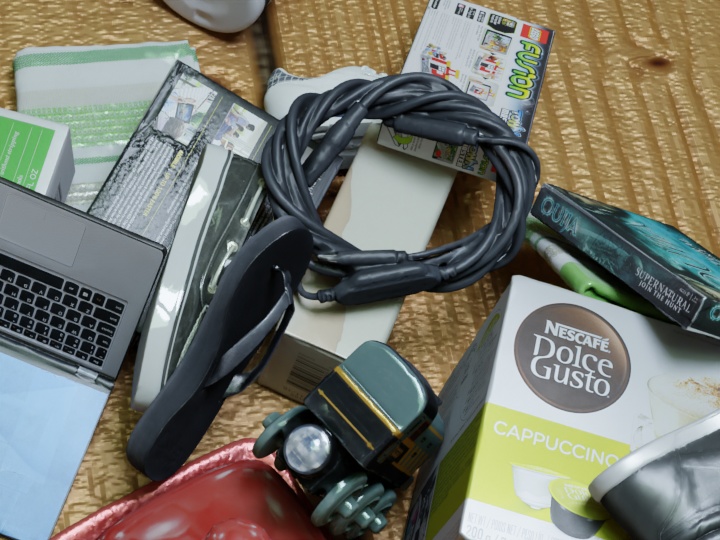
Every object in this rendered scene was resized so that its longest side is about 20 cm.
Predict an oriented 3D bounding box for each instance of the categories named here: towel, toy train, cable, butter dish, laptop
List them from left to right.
[{"bbox_3d":[-0.257,0.052,1.138,0.186,0.201,0.116,22,35,-6],"label":"laptop"},{"bbox_3d":[-0.188,-0.085,1.308,0.148,0.031,0.201,-5,65,-14],"label":"towel"},{"bbox_3d":[-0.088,0.205,1.097,0.199,0.148,0.200,-25,71,-25],"label":"butter dish"},{"bbox_3d":[0.003,0.112,1.112,0.114,0.200,0.085,-43,73,-1],"label":"toy train"},{"bbox_3d":[0.031,-0.063,1.208,0.199,0.051,0.164,-12,76,-9],"label":"cable"},{"bbox_3d":[0.188,0.009,1.251,0.148,0.031,0.200,20,14,-18],"label":"towel"}]

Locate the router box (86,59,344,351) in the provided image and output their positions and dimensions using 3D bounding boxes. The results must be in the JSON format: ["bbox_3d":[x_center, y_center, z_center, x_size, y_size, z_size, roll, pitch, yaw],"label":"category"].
[{"bbox_3d":[-0.122,-0.033,1.248,0.149,0.051,0.201,30,69,-5],"label":"router box"}]

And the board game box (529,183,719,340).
[{"bbox_3d":[0.222,0.002,1.176,0.135,0.028,0.200,16,16,-33],"label":"board game box"}]

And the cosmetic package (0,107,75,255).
[{"bbox_3d":[-0.317,-0.068,1.216,0.199,0.085,0.108,14,68,-1],"label":"cosmetic package"}]

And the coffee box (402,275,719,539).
[{"bbox_3d":[0.150,0.154,1.152,0.198,0.200,0.199,18,59,-4],"label":"coffee box"}]

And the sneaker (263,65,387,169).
[{"bbox_3d":[0.022,-0.128,1.356,0.199,0.077,0.081,2,50,-15],"label":"sneaker"}]

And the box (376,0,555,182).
[{"bbox_3d":[0.086,-0.146,1.322,0.109,0.035,0.200,19,37,2],"label":"box"}]

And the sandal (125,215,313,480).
[{"bbox_3d":[-0.084,0.057,1.141,0.043,0.076,0.201,30,90,26],"label":"sandal"}]

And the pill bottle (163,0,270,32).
[{"bbox_3d":[-0.086,-0.303,1.399,0.114,0.114,0.201,30,59,4],"label":"pill bottle"}]

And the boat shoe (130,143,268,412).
[{"bbox_3d":[-0.107,0.008,1.175,0.063,0.071,0.201,19,71,-8],"label":"boat shoe"}]

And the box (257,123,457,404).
[{"bbox_3d":[0.000,0.000,1.264,0.077,0.095,0.201,23,57,0],"label":"box"}]

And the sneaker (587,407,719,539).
[{"bbox_3d":[0.245,0.129,1.036,0.199,0.071,0.100,-25,72,-20],"label":"sneaker"}]
